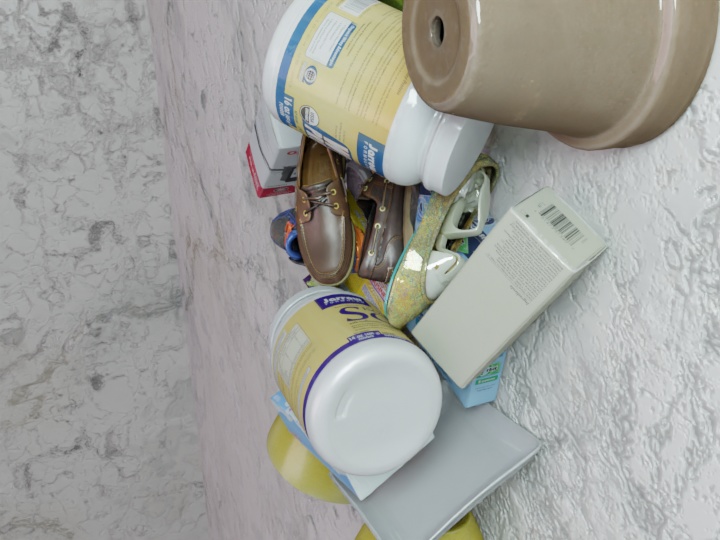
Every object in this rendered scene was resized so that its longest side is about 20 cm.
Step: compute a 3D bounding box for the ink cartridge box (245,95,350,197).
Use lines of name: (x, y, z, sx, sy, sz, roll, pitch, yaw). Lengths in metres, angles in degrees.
ink cartridge box: (-0.076, -0.184, 1.110, 0.200, 0.144, 0.084, 139, 119, -70)

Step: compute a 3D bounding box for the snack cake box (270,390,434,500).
snack cake box: (-0.016, 0.179, 0.945, 0.200, 0.115, 0.068, 22, 142, 58)

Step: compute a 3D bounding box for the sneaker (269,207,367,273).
sneaker: (-0.072, -0.044, 1.021, 0.199, 0.078, 0.076, 17, 109, 54)

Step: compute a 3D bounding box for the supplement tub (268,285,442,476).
supplement tub: (-0.015, 0.108, 0.829, 0.200, 0.144, 0.147, -138, 43, -61)

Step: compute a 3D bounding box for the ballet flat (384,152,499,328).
ballet flat: (0.087, -0.032, 0.778, 0.201, 0.070, 0.071, -66, 19, -11)

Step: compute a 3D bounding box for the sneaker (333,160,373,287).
sneaker: (-0.006, -0.059, 1.101, 0.078, 0.076, 0.202, -154, 58, -65)

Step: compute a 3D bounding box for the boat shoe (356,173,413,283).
boat shoe: (0.030, -0.083, 0.946, 0.071, 0.070, 0.202, 105, 169, -66)

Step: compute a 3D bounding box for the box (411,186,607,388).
box: (0.133, 0.021, 0.728, 0.082, 0.068, 0.200, 49, 138, 13)

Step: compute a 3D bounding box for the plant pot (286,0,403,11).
plant pot: (-0.011, -0.249, 0.922, 0.190, 0.198, 0.202, -130, 34, -72)

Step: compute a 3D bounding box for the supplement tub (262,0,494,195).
supplement tub: (0.022, -0.171, 0.736, 0.199, 0.145, 0.145, 30, 137, 16)

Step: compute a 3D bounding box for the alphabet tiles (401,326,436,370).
alphabet tiles: (0.066, 0.135, 1.097, 0.167, 0.007, 0.202, 143, 115, -66)

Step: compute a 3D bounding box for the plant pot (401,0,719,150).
plant pot: (0.130, -0.186, 0.581, 0.200, 0.173, 0.202, 171, 90, -68)

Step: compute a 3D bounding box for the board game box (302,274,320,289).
board game box: (-0.023, 0.072, 1.095, 0.120, 0.032, 0.200, 52, 179, 14)

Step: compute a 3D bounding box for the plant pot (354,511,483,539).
plant pot: (0.073, 0.344, 0.922, 0.200, 0.198, 0.143, -145, 57, -60)

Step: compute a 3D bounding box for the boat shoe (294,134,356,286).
boat shoe: (-0.049, -0.081, 0.923, 0.068, 0.071, 0.202, 57, -154, -68)

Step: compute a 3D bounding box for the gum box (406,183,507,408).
gum box: (0.112, 0.024, 0.885, 0.170, 0.044, 0.202, -126, 33, -49)

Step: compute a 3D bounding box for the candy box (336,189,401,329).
candy box: (0.000, 0.000, 1.016, 0.201, 0.026, 0.103, 61, 138, 29)

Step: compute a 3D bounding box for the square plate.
square plate: (0.081, 0.222, 0.881, 0.029, 0.199, 0.198, 59, 167, -25)

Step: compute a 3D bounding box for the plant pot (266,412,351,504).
plant pot: (-0.028, 0.221, 1.151, 0.200, 0.198, 0.143, 52, 131, 49)
